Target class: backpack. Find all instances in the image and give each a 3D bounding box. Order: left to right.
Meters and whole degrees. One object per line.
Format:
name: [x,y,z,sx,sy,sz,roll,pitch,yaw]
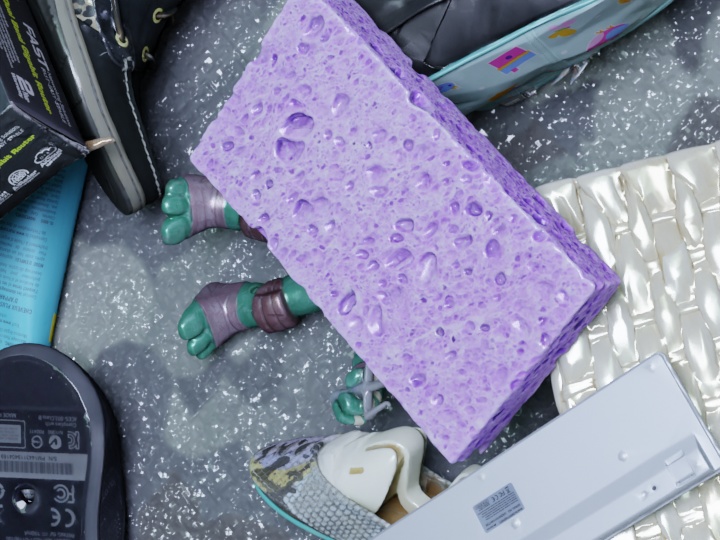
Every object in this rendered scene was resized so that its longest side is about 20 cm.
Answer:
backpack: [0.070,-0.176,0.808,0.199,0.153,0.177,-25,73,30]

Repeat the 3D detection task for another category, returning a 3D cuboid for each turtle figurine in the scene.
turtle figurine: [0.000,0.000,0.831,0.199,0.101,0.151,2,95,27]

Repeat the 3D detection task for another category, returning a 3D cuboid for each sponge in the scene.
sponge: [0.015,-0.024,0.746,0.200,0.030,0.112,49,121,20]

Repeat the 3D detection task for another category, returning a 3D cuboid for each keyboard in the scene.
keyboard: [0.065,0.111,0.725,0.200,0.011,0.056,-36,64,23]

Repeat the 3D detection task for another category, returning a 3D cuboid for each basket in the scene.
basket: [0.156,0.045,0.764,0.135,0.123,0.201,-14,77,14]

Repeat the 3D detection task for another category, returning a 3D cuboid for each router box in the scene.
router box: [-0.240,-0.099,0.848,0.150,0.062,0.201,-36,59,14]

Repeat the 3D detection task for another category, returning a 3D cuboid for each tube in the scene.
tube: [-0.191,-0.018,0.924,0.077,0.050,0.201,15,90,19]

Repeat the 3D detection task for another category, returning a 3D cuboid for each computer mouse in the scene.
computer mouse: [-0.174,0.137,0.892,0.138,0.053,0.201,5,95,16]

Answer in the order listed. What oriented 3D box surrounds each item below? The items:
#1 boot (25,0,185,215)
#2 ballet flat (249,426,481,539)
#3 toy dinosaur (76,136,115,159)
boot: [-0.097,-0.146,0.882,0.153,0.073,0.205,-19,93,-18]
ballet flat: [0.034,0.115,0.810,0.200,0.072,0.072,27,89,24]
toy dinosaur: [-0.218,-0.047,0.878,0.200,0.060,0.107,24,96,49]
